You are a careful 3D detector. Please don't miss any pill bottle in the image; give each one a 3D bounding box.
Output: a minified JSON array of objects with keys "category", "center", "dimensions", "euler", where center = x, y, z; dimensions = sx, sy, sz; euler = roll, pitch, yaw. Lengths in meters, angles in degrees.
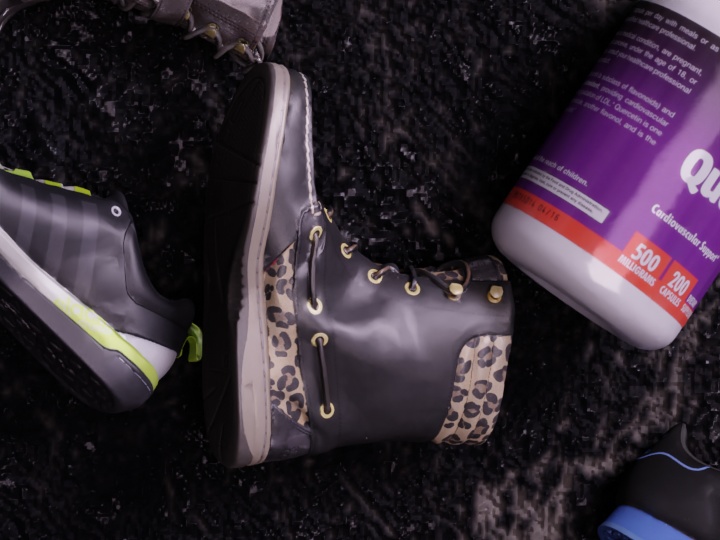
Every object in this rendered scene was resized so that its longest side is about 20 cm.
[{"category":"pill bottle","center":[0.161,-0.068,1.340],"dimensions":[0.112,0.112,0.201],"euler":[34,89,-14]}]

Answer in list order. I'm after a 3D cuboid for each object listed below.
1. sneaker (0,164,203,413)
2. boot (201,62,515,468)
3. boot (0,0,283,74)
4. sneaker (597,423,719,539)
[{"category":"sneaker","center":[-0.158,-0.018,1.311],"dimensions":[0.200,0.072,0.083],"euler":[49,65,-17]},{"category":"boot","center":[0.000,0.000,1.328],"dimensions":[0.149,0.073,0.202],"euler":[2,91,-22]},{"category":"boot","center":[-0.121,-0.142,1.295],"dimensions":[0.173,0.069,0.201],"euler":[26,93,-17]},{"category":"sneaker","center":[0.225,0.155,1.373],"dimensions":[0.199,0.070,0.078],"euler":[31,71,11]}]
